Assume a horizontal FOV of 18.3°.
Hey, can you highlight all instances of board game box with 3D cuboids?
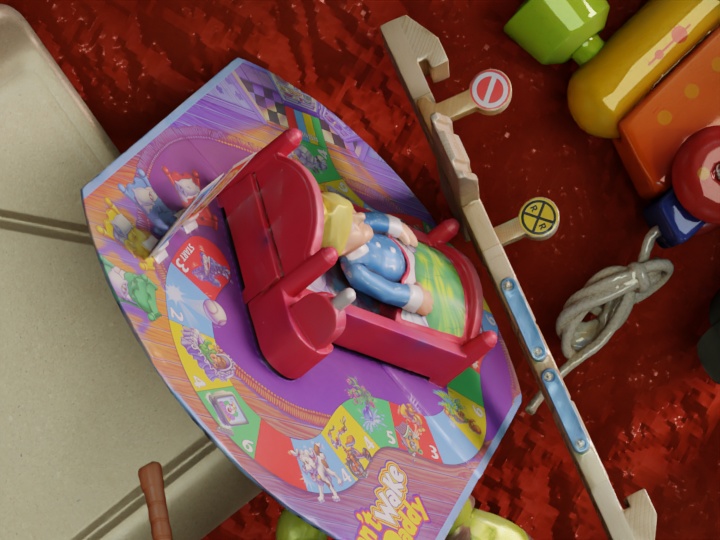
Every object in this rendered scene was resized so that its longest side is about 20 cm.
[{"bbox_3d":[0.000,0.000,0.725,0.039,0.200,0.158,-38,96,29],"label":"board game box"}]

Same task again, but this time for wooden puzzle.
[{"bbox_3d":[-0.140,0.039,0.773,0.185,0.037,0.201,-37,107,-10],"label":"wooden puzzle"}]

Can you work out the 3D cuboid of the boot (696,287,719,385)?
[{"bbox_3d":[0.209,-0.038,0.840,0.199,0.138,0.078,-24,70,-46],"label":"boot"}]

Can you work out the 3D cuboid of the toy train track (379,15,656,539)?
[{"bbox_3d":[0.061,0.002,0.760,0.032,0.115,0.201,-23,80,0],"label":"toy train track"}]

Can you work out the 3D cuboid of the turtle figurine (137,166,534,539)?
[{"bbox_3d":[0.010,0.070,0.772,0.162,0.064,0.201,52,38,-31],"label":"turtle figurine"}]

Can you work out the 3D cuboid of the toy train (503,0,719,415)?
[{"bbox_3d":[0.094,-0.059,0.806,0.200,0.085,0.116,-44,88,-1],"label":"toy train"}]
